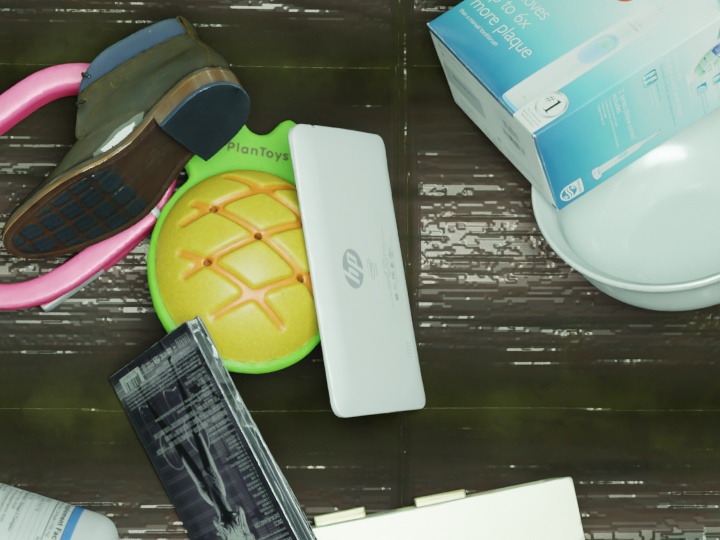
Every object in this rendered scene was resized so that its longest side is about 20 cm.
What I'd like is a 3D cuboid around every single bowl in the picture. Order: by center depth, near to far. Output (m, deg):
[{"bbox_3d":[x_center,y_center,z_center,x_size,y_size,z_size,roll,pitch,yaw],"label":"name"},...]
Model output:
[{"bbox_3d":[0.226,-0.042,1.409,0.201,0.090,0.201,-11,50,13],"label":"bowl"}]

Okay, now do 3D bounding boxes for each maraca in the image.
[{"bbox_3d":[-0.078,-0.021,1.399,0.137,0.107,0.200,10,62,-13],"label":"maraca"}]

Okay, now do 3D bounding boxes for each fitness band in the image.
[{"bbox_3d":[-0.224,-0.058,1.423,0.200,0.037,0.144,-38,87,-9],"label":"fitness band"}]

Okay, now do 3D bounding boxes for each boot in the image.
[{"bbox_3d":[-0.171,-0.092,1.393,0.200,0.075,0.097,-34,48,8],"label":"boot"}]

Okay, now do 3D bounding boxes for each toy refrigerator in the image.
[{"bbox_3d":[0.050,0.190,1.396,0.200,0.076,0.070,-11,85,-5],"label":"toy refrigerator"}]

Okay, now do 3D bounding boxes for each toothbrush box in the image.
[{"bbox_3d":[0.173,-0.159,1.408,0.200,0.085,0.146,-31,50,-7],"label":"toothbrush box"}]

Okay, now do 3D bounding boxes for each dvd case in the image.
[{"bbox_3d":[-0.095,0.140,1.359,0.016,0.149,0.200,-25,85,-32],"label":"dvd case"}]

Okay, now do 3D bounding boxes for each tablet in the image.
[{"bbox_3d":[0.000,0.000,1.395,0.014,0.130,0.200,-13,83,28],"label":"tablet"}]

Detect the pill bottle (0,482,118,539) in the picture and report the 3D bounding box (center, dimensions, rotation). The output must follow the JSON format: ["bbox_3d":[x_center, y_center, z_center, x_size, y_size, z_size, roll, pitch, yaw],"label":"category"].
[{"bbox_3d":[-0.230,0.206,1.355,0.200,0.112,0.112,18,83,-2],"label":"pill bottle"}]
